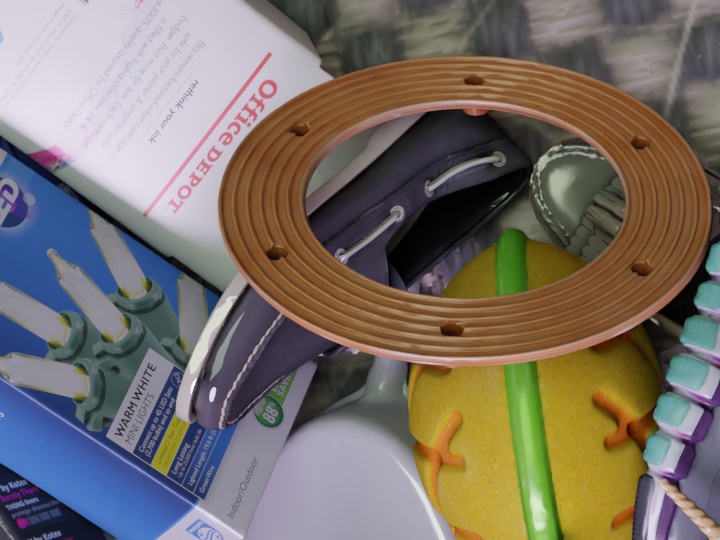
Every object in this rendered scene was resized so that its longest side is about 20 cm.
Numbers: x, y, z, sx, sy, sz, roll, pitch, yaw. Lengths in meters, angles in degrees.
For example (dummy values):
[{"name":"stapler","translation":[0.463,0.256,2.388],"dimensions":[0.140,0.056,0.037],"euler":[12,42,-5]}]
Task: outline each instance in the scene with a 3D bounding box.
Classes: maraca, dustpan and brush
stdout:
[{"name":"maraca","translation":[0.075,0.081,0.926],"dimensions":[0.106,0.137,0.201],"euler":[-10,70,11]},{"name":"dustpan and brush","translation":[0.005,0.081,1.008],"dimensions":[0.139,0.057,0.201],"euler":[2,92,32]}]

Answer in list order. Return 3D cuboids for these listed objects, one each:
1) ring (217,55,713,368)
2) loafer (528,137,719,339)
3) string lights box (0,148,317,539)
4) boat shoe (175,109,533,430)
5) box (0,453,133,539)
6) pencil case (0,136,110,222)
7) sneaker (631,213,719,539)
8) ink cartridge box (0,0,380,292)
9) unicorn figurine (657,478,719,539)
[{"name":"ring","translation":[0.042,-0.025,0.911],"dimensions":[0.199,0.201,0.019],"euler":[15,133,21]},{"name":"loafer","translation":[0.151,0.004,0.949],"dimensions":[0.200,0.063,0.072],"euler":[38,99,19]},{"name":"string lights box","translation":[-0.127,0.034,0.975],"dimensions":[0.200,0.103,0.059],"euler":[35,139,-14]},{"name":"boat shoe","translation":[0.000,0.000,0.967],"dimensions":[0.063,0.073,0.200],"euler":[35,64,14]},{"name":"box","translation":[-0.133,0.171,1.002],"dimensions":[0.122,0.106,0.200],"euler":[-45,72,29]},{"name":"pencil case","translation":[-0.198,0.025,1.068],"dimensions":[0.200,0.078,0.087],"euler":[-46,79,11]},{"name":"sneaker","translation":[0.166,0.042,0.871],"dimensions":[0.087,0.074,0.201],"euler":[16,90,19]},{"name":"ink cartridge box","translation":[-0.099,-0.091,1.020],"dimensions":[0.200,0.068,0.115],"euler":[37,100,-17]},{"name":"unicorn figurine","translation":[0.219,0.138,0.829],"dimensions":[0.199,0.074,0.138],"euler":[-6,42,-15]}]
